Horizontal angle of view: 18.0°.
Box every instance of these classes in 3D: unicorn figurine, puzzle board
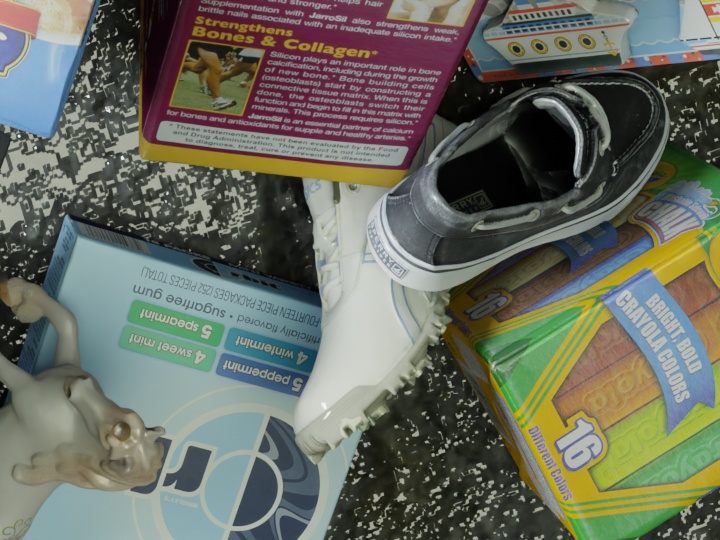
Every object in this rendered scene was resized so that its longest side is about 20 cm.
[{"bbox_3d":[-0.156,0.073,1.036,0.074,0.138,0.200,-15,149,-44],"label":"unicorn figurine"},{"bbox_3d":[0.099,-0.149,1.023,0.017,0.199,0.151,-55,127,-34],"label":"puzzle board"}]

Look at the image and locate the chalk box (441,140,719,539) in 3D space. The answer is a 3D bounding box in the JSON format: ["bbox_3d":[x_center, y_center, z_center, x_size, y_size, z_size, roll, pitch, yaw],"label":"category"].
[{"bbox_3d":[0.155,0.026,1.121,0.199,0.124,0.125,-32,111,-4],"label":"chalk box"}]

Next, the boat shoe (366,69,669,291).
[{"bbox_3d":[0.087,-0.056,1.061,0.199,0.068,0.072,-25,75,-39],"label":"boat shoe"}]

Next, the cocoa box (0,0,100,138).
[{"bbox_3d":[-0.178,-0.152,0.947,0.132,0.200,0.132,17,101,-18],"label":"cocoa box"}]

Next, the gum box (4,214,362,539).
[{"bbox_3d":[-0.094,0.093,1.120,0.169,0.045,0.201,17,101,-18],"label":"gum box"}]

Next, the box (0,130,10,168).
[{"bbox_3d":[-0.226,0.034,0.960,0.050,0.200,0.159,27,59,-20],"label":"box"}]

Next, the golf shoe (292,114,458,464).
[{"bbox_3d":[0.000,0.000,1.070,0.097,0.078,0.201,38,50,-9],"label":"golf shoe"}]

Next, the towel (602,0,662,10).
[{"bbox_3d":[0.065,-0.195,1.036,0.200,0.152,0.023,49,56,-21],"label":"towel"}]

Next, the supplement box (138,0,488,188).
[{"bbox_3d":[-0.019,-0.137,0.988,0.130,0.104,0.200,7,147,-14],"label":"supplement box"}]
